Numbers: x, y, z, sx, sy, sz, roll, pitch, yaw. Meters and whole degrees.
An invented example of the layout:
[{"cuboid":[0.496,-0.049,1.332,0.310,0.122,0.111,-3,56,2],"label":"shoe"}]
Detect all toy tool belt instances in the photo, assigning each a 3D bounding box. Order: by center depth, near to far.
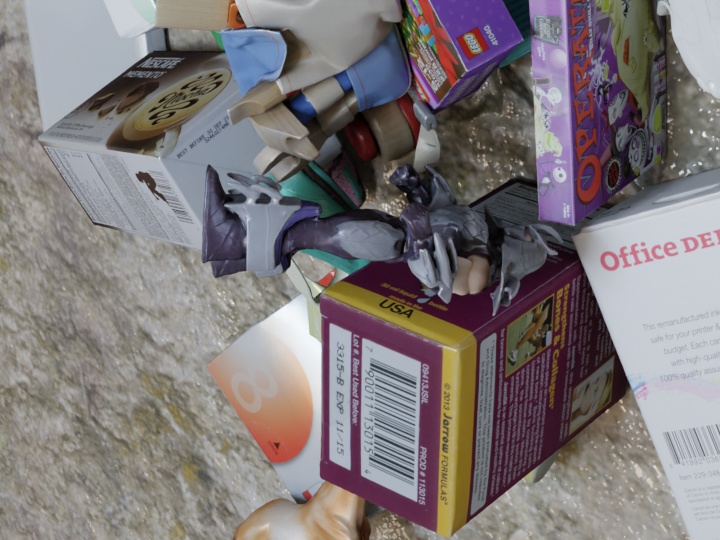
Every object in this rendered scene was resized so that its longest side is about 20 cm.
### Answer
[{"cuboid":[-0.040,-0.116,1.023,0.125,0.122,0.201,56,172,39],"label":"toy tool belt"}]

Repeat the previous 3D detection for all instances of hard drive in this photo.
[{"cuboid":[-0.197,-0.179,1.325,0.131,0.027,0.202,14,120,37],"label":"hard drive"}]

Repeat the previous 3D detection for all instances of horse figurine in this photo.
[{"cuboid":[-0.034,0.205,1.295,0.199,0.050,0.133,-15,102,43],"label":"horse figurine"}]

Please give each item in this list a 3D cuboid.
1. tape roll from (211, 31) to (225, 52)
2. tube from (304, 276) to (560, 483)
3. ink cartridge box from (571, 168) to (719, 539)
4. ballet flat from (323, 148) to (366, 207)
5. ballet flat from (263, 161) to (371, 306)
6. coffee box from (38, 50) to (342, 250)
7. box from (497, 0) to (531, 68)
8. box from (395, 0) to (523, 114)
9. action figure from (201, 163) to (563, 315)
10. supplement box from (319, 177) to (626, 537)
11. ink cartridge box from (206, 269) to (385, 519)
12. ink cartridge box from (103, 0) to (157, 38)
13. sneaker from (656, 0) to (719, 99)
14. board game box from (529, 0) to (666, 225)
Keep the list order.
[{"cuboid":[-0.025,-0.201,1.145,0.199,0.048,0.202,20,123,34],"label":"tape roll"},{"cuboid":[0.044,0.072,1.201,0.199,0.052,0.058,31,112,18],"label":"tube"},{"cuboid":[0.229,0.043,1.015,0.147,0.085,0.201,-14,100,45],"label":"ink cartridge box"},{"cuboid":[-0.074,-0.044,1.264,0.199,0.069,0.071,-12,122,44],"label":"ballet flat"},{"cuboid":[0.000,0.000,1.141,0.070,0.200,0.067,-48,38,5],"label":"ballet flat"},{"cuboid":[-0.117,-0.083,1.192,0.200,0.113,0.080,13,139,58],"label":"coffee box"},{"cuboid":[0.071,-0.224,1.023,0.049,0.082,0.201,-25,94,45],"label":"box"},{"cuboid":[0.015,-0.192,0.999,0.201,0.039,0.137,61,173,2],"label":"box"},{"cuboid":[0.013,-0.020,0.984,0.198,0.130,0.070,3,99,-2],"label":"action figure"},{"cuboid":[0.073,0.045,1.072,0.103,0.200,0.132,21,124,33],"label":"supplement box"},{"cuboid":[-0.007,0.088,1.274,0.163,0.050,0.200,56,139,4],"label":"ink cartridge box"},{"cuboid":[-0.113,-0.251,1.050,0.050,0.161,0.201,-15,100,44],"label":"ink cartridge box"},{"cuboid":[0.214,-0.112,0.925,0.201,0.076,0.081,-111,32,-43],"label":"sneaker"},{"cuboid":[0.132,-0.139,0.985,0.032,0.120,0.202,14,120,36],"label":"board game box"}]
